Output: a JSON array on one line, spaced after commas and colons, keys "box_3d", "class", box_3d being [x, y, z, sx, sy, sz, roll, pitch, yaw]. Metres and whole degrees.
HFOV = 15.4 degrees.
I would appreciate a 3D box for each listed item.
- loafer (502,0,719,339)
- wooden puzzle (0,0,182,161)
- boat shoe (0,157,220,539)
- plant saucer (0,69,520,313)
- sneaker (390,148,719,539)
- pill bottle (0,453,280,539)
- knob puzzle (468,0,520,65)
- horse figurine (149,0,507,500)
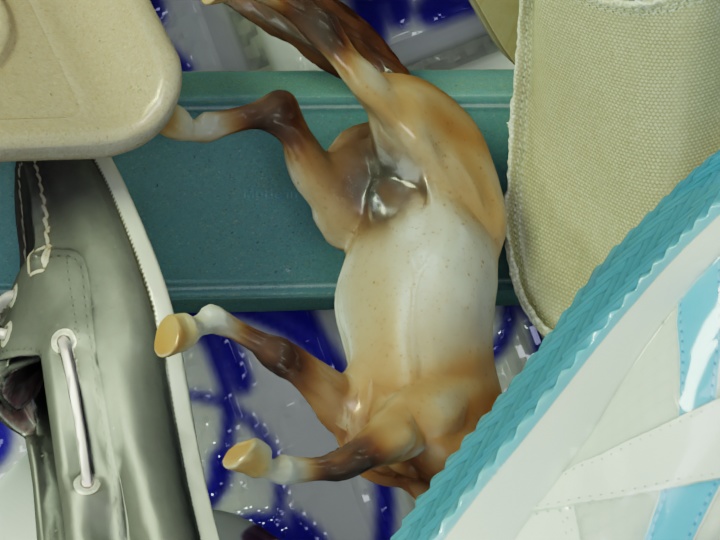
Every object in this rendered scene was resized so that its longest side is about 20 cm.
[{"box_3d": [0.074, -0.066, 0.701, 0.076, 0.068, 0.201, 21, 108, 31], "class": "loafer"}, {"box_3d": [-0.168, -0.080, 0.683, 0.199, 0.046, 0.185, -7, 46, -25], "class": "wooden puzzle"}, {"box_3d": [-0.070, 0.050, 0.672, 0.057, 0.067, 0.200, -11, 65, -15], "class": "boat shoe"}, {"box_3d": [-0.020, -0.022, 0.756, 0.199, 0.019, 0.070, -1, 98, -12], "class": "plant saucer"}, {"box_3d": [0.089, 0.030, 0.643, 0.081, 0.077, 0.200, 40, 86, -4], "class": "sneaker"}, {"box_3d": [-0.029, 0.137, 0.733, 0.200, 0.112, 0.112, 33, 90, 7], "class": "pill bottle"}, {"box_3d": [0.089, -0.146, 0.734, 0.219, 0.030, 0.220, -12, 122, -20], "class": "knob puzzle"}, {"box_3d": [0.000, 0.000, 0.698, 0.050, 0.132, 0.201, -26, 58, 35], "class": "horse figurine"}]
